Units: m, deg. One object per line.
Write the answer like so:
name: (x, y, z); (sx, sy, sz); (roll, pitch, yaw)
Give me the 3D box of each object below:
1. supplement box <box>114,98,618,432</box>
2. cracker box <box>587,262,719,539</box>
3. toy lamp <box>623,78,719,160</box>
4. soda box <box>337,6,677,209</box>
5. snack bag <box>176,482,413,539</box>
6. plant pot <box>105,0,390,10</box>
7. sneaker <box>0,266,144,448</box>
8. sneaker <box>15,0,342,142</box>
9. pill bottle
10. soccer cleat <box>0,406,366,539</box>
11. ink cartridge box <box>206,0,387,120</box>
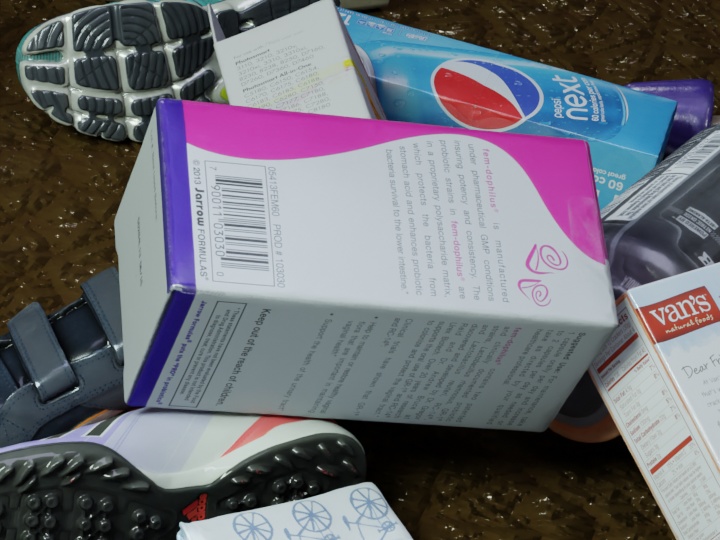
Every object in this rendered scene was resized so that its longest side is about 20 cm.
supplement box: (0.000, 0.000, 1.309); (0.200, 0.103, 0.101); (5, 56, -15)
cracker box: (0.201, 0.089, 1.326); (0.134, 0.058, 0.200); (-15, 70, -33)
toy lamp: (0.239, -0.068, 1.633); (0.200, 0.058, 0.058); (9, 34, -3)
soda box: (0.062, -0.075, 1.582); (0.200, 0.068, 0.064); (16, 34, 6)
snack bag: (-0.035, 0.173, 1.226); (0.200, 0.021, 0.189); (-11, 47, -28)
plant pot: (-0.088, -0.259, 1.671); (0.177, 0.200, 0.200); (-17, 62, -21)
sneaker: (-0.119, 0.037, 1.364); (0.200, 0.079, 0.078); (-10, 40, -25)
sneaker: (-0.104, -0.119, 1.615); (0.200, 0.078, 0.080); (-12, 21, -37)
pill bottle: (0.152, 0.010, 1.454); (0.106, 0.106, 0.200); (27, 38, 22)
soccer cleat: (-0.098, 0.090, 1.311); (0.200, 0.068, 0.073); (-7, 27, -28)
ink cartridge box: (-0.015, -0.052, 1.474); (0.068, 0.115, 0.200); (-22, 38, 3)
